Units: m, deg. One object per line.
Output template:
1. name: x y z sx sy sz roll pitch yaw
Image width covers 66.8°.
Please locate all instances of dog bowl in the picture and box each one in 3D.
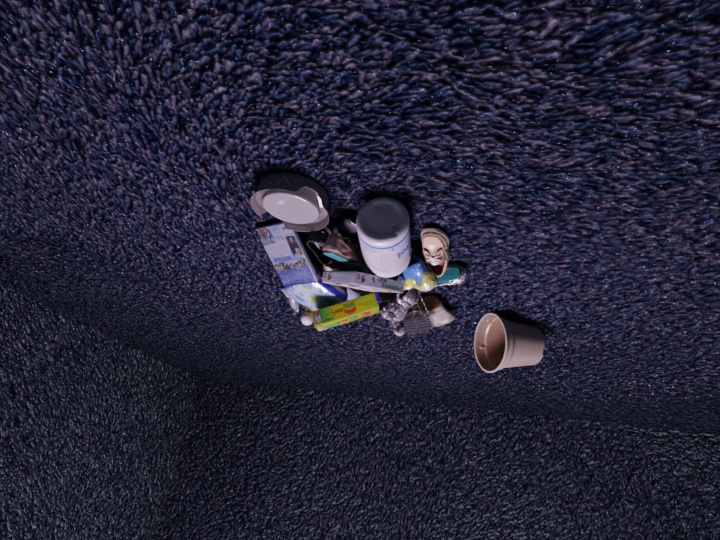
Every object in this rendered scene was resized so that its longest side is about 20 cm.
1. dog bowl: -0.169 -0.170 1.356 0.198 0.059 0.200 9 156 4

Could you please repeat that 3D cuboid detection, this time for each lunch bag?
1. lunch bag: -0.141 0.050 1.710 0.169 0.128 0.200 31 167 -17

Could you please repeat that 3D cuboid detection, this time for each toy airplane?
1. toy airplane: -0.166 0.122 1.904 0.198 0.142 0.200 33 163 -11

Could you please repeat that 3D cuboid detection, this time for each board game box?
1. board game box: 0.010 0.032 1.490 0.126 0.035 0.199 1 172 44
2. board game box: -0.044 0.127 1.655 0.198 0.048 0.102 -17 165 -2

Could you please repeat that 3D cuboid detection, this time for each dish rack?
1. dish rack: 0.145 0.125 1.780 0.153 0.055 0.201 -12 111 41

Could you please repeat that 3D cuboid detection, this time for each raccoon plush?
1. raccoon plush: 0.146 0.117 1.703 0.133 0.097 0.200 -7 141 25

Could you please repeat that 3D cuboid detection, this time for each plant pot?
1. plant pot: 0.521 0.253 1.883 0.182 0.203 0.200 6 159 -20

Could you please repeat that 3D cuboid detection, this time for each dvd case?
1. dvd case: -0.212 -0.047 1.565 0.142 0.018 0.201 -7 117 38

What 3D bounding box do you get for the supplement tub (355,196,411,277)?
1. supplement tub: 0.062 -0.080 1.370 0.131 0.133 0.200 6 157 10

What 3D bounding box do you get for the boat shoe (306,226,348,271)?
1. boat shoe: -0.085 -0.038 1.490 0.073 0.063 0.202 4 145 31

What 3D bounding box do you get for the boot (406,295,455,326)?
1. boot: 0.212 0.143 1.888 0.198 0.073 0.154 -7 153 34

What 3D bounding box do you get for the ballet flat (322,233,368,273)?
1. ballet flat: -0.029 -0.046 1.446 0.067 0.068 0.200 6 165 28

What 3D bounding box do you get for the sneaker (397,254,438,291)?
1. sneaker: 0.144 -0.004 1.528 0.106 0.076 0.200 57 162 -14

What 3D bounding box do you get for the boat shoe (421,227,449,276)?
1. boat shoe: 0.203 -0.044 1.464 0.073 0.070 0.200 2 155 20

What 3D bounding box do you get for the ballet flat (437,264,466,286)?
1. ballet flat: 0.221 0.022 1.612 0.198 0.076 0.064 -1 170 33

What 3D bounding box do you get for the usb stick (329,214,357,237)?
1. usb stick: -0.057 -0.101 1.476 0.055 0.033 0.200 23 154 -22

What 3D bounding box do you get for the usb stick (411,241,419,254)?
1. usb stick: 0.118 -0.034 1.572 0.055 0.033 0.200 13 157 -7

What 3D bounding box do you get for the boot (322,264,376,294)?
1. boot: 0.000 0.000 1.627 0.199 0.073 0.154 27 153 -17

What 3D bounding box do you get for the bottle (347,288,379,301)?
1. bottle: -0.017 0.076 1.809 0.065 0.084 0.199 -18 -172 -34
